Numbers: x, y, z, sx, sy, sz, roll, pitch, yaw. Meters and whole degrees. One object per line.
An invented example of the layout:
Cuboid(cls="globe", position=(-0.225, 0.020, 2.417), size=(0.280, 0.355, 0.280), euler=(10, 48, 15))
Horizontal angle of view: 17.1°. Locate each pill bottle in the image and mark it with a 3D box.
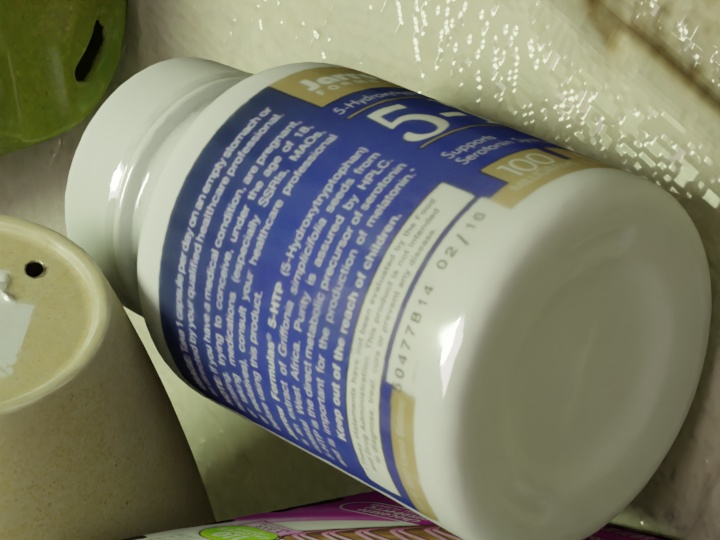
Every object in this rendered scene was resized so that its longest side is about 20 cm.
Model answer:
Cuboid(cls="pill bottle", position=(0.000, 0.000, 0.759), size=(0.200, 0.119, 0.120), euler=(24, 111, 41))

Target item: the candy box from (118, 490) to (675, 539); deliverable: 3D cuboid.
Cuboid(cls="candy box", position=(0.000, 0.114, 0.713), size=(0.136, 0.199, 0.061), euler=(9, 101, 44))

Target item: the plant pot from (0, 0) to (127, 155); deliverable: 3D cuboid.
Cuboid(cls="plant pot", position=(-0.198, -0.105, 0.919), size=(0.184, 0.200, 0.201), euler=(-7, 89, 33))

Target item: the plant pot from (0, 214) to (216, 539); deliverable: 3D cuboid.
Cuboid(cls="plant pot", position=(-0.126, 0.087, 0.791), size=(0.187, 0.187, 0.201), euler=(42, 145, 34))
